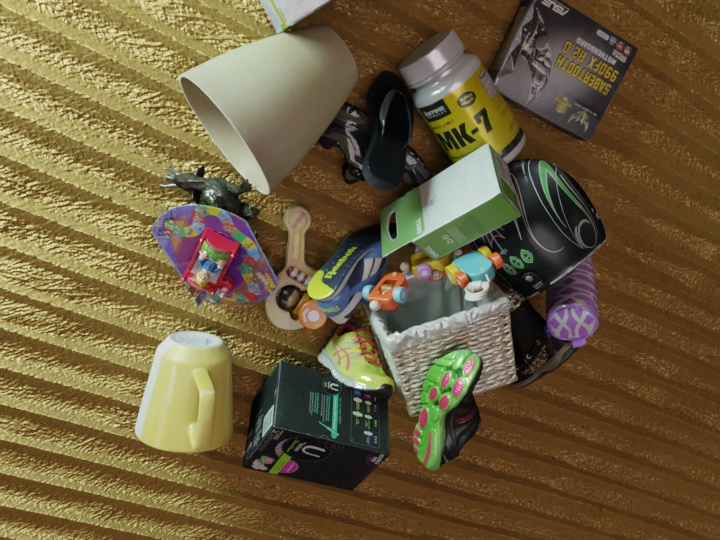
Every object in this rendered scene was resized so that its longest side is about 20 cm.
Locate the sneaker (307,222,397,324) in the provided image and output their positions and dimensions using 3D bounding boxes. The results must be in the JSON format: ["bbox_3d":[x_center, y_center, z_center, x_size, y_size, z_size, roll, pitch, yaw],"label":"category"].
[{"bbox_3d":[0.000,0.000,0.927,0.200,0.074,0.082,-46,125,-28],"label":"sneaker"}]

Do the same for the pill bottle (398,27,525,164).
[{"bbox_3d":[0.150,-0.246,0.880,0.114,0.114,0.200,-39,112,3],"label":"pill bottle"}]

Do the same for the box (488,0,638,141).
[{"bbox_3d":[0.312,-0.318,0.927,0.199,0.048,0.159,22,102,-19],"label":"box"}]

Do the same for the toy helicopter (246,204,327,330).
[{"bbox_3d":[-0.114,-0.004,0.939,0.131,0.079,0.201,3,98,-5],"label":"toy helicopter"}]

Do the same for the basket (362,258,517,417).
[{"bbox_3d":[0.121,0.100,0.951,0.199,0.198,0.162,-18,114,-7],"label":"basket"}]

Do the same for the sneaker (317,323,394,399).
[{"bbox_3d":[-0.003,0.136,0.940,0.078,0.200,0.091,27,89,-32],"label":"sneaker"}]

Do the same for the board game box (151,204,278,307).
[{"bbox_3d":[-0.216,-0.005,0.864,0.157,0.039,0.201,-6,132,19],"label":"board game box"}]

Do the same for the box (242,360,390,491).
[{"bbox_3d":[-0.071,0.260,0.974,0.199,0.125,0.149,19,132,-19],"label":"box"}]

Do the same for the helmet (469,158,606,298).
[{"bbox_3d":[0.259,-0.075,0.916,0.200,0.200,0.191,-37,84,2],"label":"helmet"}]

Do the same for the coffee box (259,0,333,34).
[{"bbox_3d":[-0.062,-0.435,0.718,0.199,0.198,0.201,-32,111,-1],"label":"coffee box"}]

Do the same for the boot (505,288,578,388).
[{"bbox_3d":[0.278,0.121,1.046,0.073,0.200,0.151,-36,79,-24],"label":"boot"}]

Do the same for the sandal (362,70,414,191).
[{"bbox_3d":[0.047,-0.204,0.840,0.076,0.043,0.201,16,60,-24],"label":"sandal"}]

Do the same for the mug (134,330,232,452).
[{"bbox_3d":[-0.251,0.184,0.915,0.149,0.186,0.154,-4,106,-58],"label":"mug"}]

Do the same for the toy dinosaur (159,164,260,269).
[{"bbox_3d":[-0.195,-0.088,0.876,0.077,0.102,0.200,-50,125,-19],"label":"toy dinosaur"}]

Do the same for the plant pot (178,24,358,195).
[{"bbox_3d":[-0.107,-0.239,0.803,0.200,0.187,0.188,-41,113,-13],"label":"plant pot"}]

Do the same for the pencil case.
[{"bbox_3d":[0.351,0.031,0.980,0.084,0.200,0.086,-20,121,31],"label":"pencil case"}]

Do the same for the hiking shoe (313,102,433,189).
[{"bbox_3d":[0.021,-0.168,0.908,0.200,0.076,0.101,35,107,-12],"label":"hiking shoe"}]

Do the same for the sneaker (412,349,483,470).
[{"bbox_3d":[0.135,0.198,0.862,0.083,0.077,0.201,-2,121,-32],"label":"sneaker"}]

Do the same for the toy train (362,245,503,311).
[{"bbox_3d":[0.111,0.023,0.863,0.199,0.150,0.056,-1,128,35],"label":"toy train"}]

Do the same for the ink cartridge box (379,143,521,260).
[{"bbox_3d":[0.124,-0.086,0.862,0.199,0.104,0.059,-29,133,29],"label":"ink cartridge box"}]
